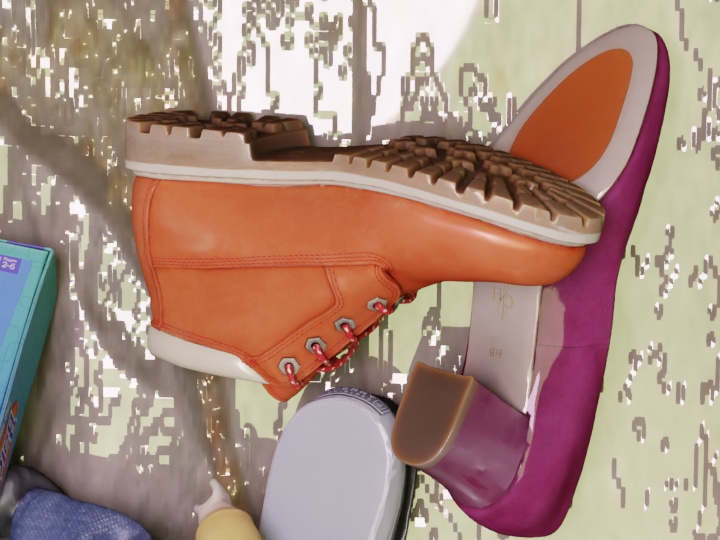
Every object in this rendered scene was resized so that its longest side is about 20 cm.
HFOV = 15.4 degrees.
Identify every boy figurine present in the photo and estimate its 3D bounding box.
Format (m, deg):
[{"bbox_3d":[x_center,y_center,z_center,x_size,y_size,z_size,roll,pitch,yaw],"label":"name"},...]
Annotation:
[{"bbox_3d":[-0.071,0.142,1.015,0.199,0.064,0.125,25,83,32],"label":"boy figurine"}]

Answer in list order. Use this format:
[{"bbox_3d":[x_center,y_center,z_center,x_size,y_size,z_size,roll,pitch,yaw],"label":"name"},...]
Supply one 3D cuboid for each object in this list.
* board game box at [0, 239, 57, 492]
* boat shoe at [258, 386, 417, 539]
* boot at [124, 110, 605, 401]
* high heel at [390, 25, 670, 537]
[{"bbox_3d":[-0.213,0.071,1.021,0.151,0.045,0.201,12,62,3],"label":"board game box"},{"bbox_3d":[-0.021,0.143,1.062,0.068,0.057,0.201,21,97,18],"label":"boat shoe"},{"bbox_3d":[0.000,0.000,1.022,0.199,0.075,0.108,7,99,29],"label":"boot"},{"bbox_3d":[0.084,0.006,1.057,0.067,0.096,0.201,26,84,44],"label":"high heel"}]
